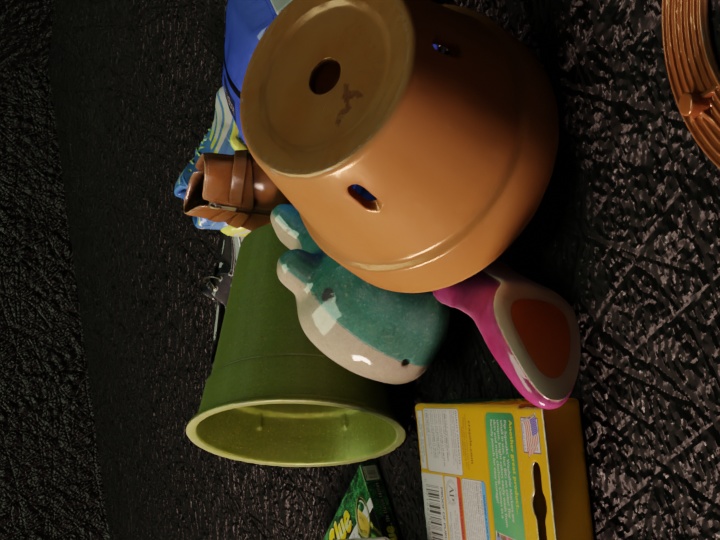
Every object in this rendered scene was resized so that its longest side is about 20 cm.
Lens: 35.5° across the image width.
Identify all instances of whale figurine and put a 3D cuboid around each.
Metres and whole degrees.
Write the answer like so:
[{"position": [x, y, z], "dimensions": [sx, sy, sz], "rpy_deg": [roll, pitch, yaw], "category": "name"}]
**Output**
[{"position": [0.000, 0.000, 0.934], "dimensions": [0.104, 0.158, 0.201], "rpy_deg": [-52, 45, 19], "category": "whale figurine"}]

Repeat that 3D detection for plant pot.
[{"position": [-0.056, 0.063, 1.051], "dimensions": [0.200, 0.197, 0.192], "rpy_deg": [129, 146, -60], "category": "plant pot"}, {"position": [0.014, -0.102, 0.748], "dimensions": [0.198, 0.140, 0.203], "rpy_deg": [-13, 65, 31], "category": "plant pot"}]

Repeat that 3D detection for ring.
[{"position": [0.204, -0.137, 0.543], "dimensions": [0.200, 0.019, 0.204], "rpy_deg": [177, 90, -70], "category": "ring"}]

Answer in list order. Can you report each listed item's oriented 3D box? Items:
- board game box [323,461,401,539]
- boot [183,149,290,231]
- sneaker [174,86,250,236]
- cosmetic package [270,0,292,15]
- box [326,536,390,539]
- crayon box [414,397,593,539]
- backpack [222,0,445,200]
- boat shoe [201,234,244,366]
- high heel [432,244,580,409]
[{"position": [-0.003, 0.290, 1.134], "dimensions": [0.201, 0.023, 0.106], "rpy_deg": [111, 150, -46], "category": "board game box"}, {"position": [-0.107, -0.059, 1.164], "dimensions": [0.201, 0.153, 0.074], "rpy_deg": [110, 148, -46], "category": "boot"}, {"position": [-0.184, -0.141, 1.417], "dimensions": [0.076, 0.104, 0.203], "rpy_deg": [139, 124, -63], "category": "sneaker"}, {"position": [0.008, -0.274, 0.819], "dimensions": [0.199, 0.052, 0.152], "rpy_deg": [-37, 49, 12], "category": "cosmetic package"}, {"position": [-0.001, 0.322, 0.850], "dimensions": [0.097, 0.124, 0.202], "rpy_deg": [-16, 43, 46], "category": "box"}, {"position": [0.105, 0.156, 0.795], "dimensions": [0.200, 0.051, 0.128], "rpy_deg": [164, 102, -69], "category": "crayon box"}, {"position": [-0.032, -0.157, 0.951], "dimensions": [0.164, 0.165, 0.202], "rpy_deg": [-108, 20, -46], "category": "backpack"}, {"position": [-0.175, 0.032, 1.470], "dimensions": [0.070, 0.065, 0.203], "rpy_deg": [-148, 57, -64], "category": "boat shoe"}, {"position": [0.091, 0.039, 0.779], "dimensions": [0.201, 0.067, 0.097], "rpy_deg": [-109, 36, -46], "category": "high heel"}]
